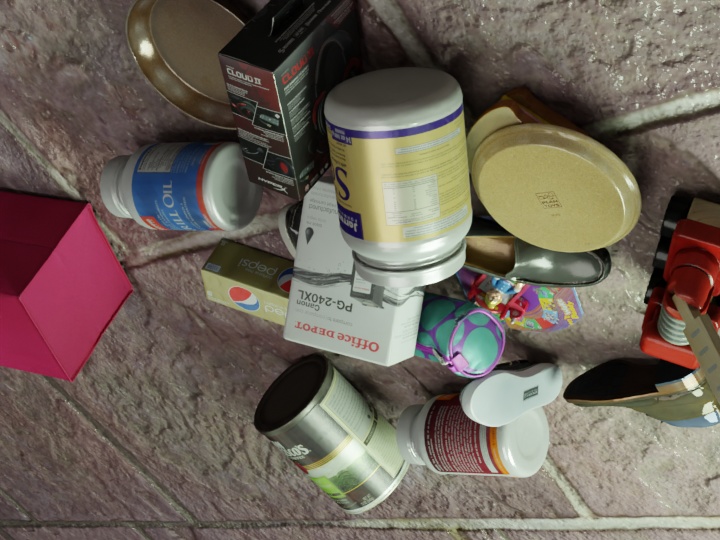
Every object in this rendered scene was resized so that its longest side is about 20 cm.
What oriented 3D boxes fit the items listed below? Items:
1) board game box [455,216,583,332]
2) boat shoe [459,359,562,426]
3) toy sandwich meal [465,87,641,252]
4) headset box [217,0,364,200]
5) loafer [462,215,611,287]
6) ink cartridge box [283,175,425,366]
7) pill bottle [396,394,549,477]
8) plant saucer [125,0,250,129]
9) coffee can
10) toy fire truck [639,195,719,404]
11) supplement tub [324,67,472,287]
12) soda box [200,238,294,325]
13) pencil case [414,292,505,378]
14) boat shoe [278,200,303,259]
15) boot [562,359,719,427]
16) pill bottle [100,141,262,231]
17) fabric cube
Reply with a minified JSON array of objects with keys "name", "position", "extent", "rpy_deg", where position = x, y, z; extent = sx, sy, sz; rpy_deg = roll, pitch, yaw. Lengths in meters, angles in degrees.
[{"name":"board game box","position":[0.178,0.020,1.490],"extent":[0.157,0.039,0.201],"rpy_deg":[3,137,33]},{"name":"boat shoe","position":[0.177,0.145,1.545],"extent":[0.066,0.199,0.070],"rpy_deg":[13,107,39]},{"name":"toy sandwich meal","position":[0.204,-0.102,1.303],"extent":[0.204,0.070,0.206],"rpy_deg":[18,145,13]},{"name":"headset box","position":[-0.066,-0.200,1.296],"extent":[0.075,0.149,0.201],"rpy_deg":[22,144,25]},{"name":"loafer","position":[0.183,-0.013,1.394],"extent":[0.199,0.072,0.073],"rpy_deg":[8,108,16]},{"name":"ink cartridge box","position":[0.000,0.000,1.466],"extent":[0.144,0.083,0.201],"rpy_deg":[13,101,21]},{"name":"pill bottle","position":[0.151,0.227,1.703],"extent":[0.199,0.113,0.113],"rpy_deg":[-6,132,40]},{"name":"plant saucer","position":[-0.177,-0.250,1.421],"extent":[0.199,0.035,0.201],"rpy_deg":[20,144,15]},{"name":"coffee can","position":[-0.040,0.244,1.834],"extent":[0.146,0.147,0.200],"rpy_deg":[-18,124,47]},{"name":"toy fire truck","position":[0.346,0.053,1.268],"extent":[0.128,0.201,0.177],"rpy_deg":[19,144,16]},{"name":"supplement tub","position":[0.043,-0.099,1.297],"extent":[0.145,0.145,0.201],"rpy_deg":[8,119,29]},{"name":"soda box","position":[-0.116,0.027,1.692],"extent":[0.199,0.064,0.068],"rpy_deg":[19,143,17]},{"name":"pencil case","position":[0.085,0.074,1.536],"extent":[0.200,0.092,0.086],"rpy_deg":[12,131,55]},{"name":"boat shoe","position":[-0.033,-0.006,1.589],"extent":[0.060,0.074,0.201],"rpy_deg":[-1,126,43]},{"name":"boot","position":[0.350,0.162,1.513],"extent":[0.199,0.075,0.097],"rpy_deg":[-15,122,43]},{"name":"pill bottle","position":[-0.233,-0.107,1.570],"extent":[0.199,0.113,0.113],"rpy_deg":[2,136,34]},{"name":"fabric cube","position":[-0.496,0.019,1.843],"extent":[0.198,0.201,0.197],"rpy_deg":[8,139,26]}]
